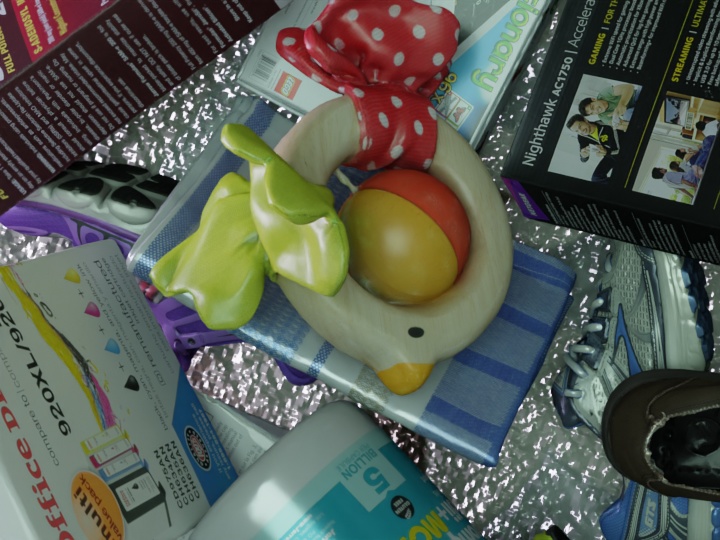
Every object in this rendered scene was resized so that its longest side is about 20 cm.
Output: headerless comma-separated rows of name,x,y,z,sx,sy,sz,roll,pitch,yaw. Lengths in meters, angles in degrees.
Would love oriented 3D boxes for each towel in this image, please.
towel,0.000,0.000,1.001,0.199,0.147,0.024,29,132,3

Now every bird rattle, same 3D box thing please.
bird rattle,0.001,-0.033,0.964,0.163,0.200,0.112,47,135,-11

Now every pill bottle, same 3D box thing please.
pill bottle,0.022,0.164,0.954,0.111,0.111,0.200,-45,82,7

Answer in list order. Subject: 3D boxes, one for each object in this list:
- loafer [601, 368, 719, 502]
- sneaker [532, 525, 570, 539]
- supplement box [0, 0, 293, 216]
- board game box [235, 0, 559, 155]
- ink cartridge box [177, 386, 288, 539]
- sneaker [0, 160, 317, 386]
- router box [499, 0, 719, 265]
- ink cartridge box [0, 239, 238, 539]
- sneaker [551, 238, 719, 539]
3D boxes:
loafer,0.209,0.084,0.936,0.199,0.071,0.074,-2,99,4
sneaker,0.098,0.231,1.025,0.081,0.074,0.201,-21,81,19
supplement box,-0.138,-0.118,1.029,0.200,0.109,0.061,-36,126,6
board game box,0.038,-0.154,1.042,0.126,0.035,0.201,28,95,9
ink cartridge box,-0.081,0.146,1.058,0.199,0.050,0.162,32,99,11
sneaker,-0.100,0.003,1.049,0.199,0.081,0.084,22,105,11
router box,0.169,-0.106,0.966,0.148,0.051,0.201,15,74,26
ink cartridge box,-0.175,0.090,0.942,0.144,0.200,0.148,-29,87,20
sneaker,0.129,0.042,1.010,0.085,0.077,0.201,-11,88,14
